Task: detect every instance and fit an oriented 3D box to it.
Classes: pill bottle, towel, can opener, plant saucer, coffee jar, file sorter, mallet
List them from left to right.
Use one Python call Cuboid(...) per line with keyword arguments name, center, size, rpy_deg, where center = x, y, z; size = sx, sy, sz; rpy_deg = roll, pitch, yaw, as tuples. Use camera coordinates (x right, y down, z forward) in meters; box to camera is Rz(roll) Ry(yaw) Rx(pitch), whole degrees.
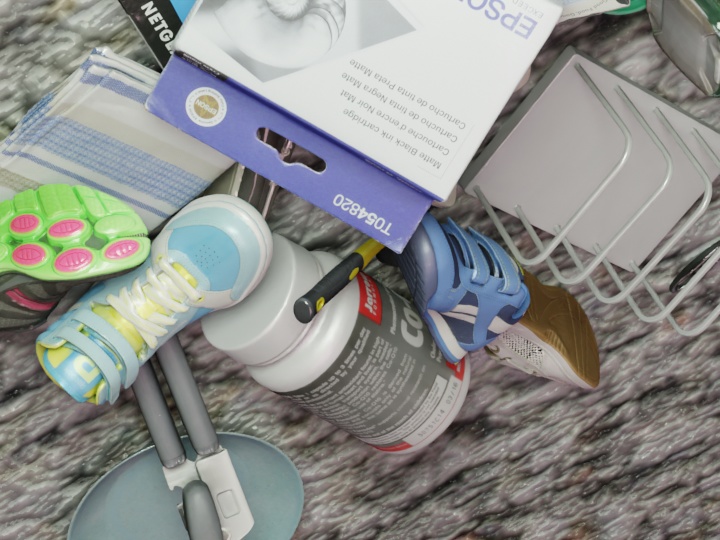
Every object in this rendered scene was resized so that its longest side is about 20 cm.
Cuboid(name="towel", center=(-0.182, -0.070, 1.339), size=(0.147, 0.024, 0.200), rpy_deg=(23, 134, -38))
Cuboid(name="plant saucer", center=(-0.147, 0.196, 1.602), size=(0.201, 0.039, 0.201), rpy_deg=(-13, 132, -15))
Cuboid(name="can opener", center=(-0.132, 0.132, 1.496), size=(0.053, 0.066, 0.200), rpy_deg=(-21, 105, -7))
Cuboid(name="pill bottle", center=(-0.018, 0.055, 1.489), size=(0.114, 0.114, 0.200), rpy_deg=(-45, 132, 15))
Cuboid(name="mallet", center=(0.000, 0.000, 1.418), size=(0.041, 0.200, 0.066), rpy_deg=(12, 124, 21))
Cuboid(name="file sorter", center=(0.208, -0.050, 1.497), size=(0.200, 0.125, 0.139), rpy_deg=(23, 116, -37))
Cuboid(name="coffee jar", center=(0.316, -0.207, 1.418), size=(0.200, 0.104, 0.085), rpy_deg=(-24, 141, -14))

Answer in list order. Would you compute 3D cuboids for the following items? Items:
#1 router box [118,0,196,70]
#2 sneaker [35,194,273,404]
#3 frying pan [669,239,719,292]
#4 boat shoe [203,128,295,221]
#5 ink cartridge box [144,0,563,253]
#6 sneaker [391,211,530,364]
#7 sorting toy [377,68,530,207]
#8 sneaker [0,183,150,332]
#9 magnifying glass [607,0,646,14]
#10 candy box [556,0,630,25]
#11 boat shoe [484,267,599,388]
Cuboid(name="router box", center=(-0.107, -0.235, 1.247), size=(0.149, 0.051, 0.200), rpy_deg=(-32, 134, 0))
Cuboid(name="sneaker", center=(-0.149, 0.031, 1.355), size=(0.080, 0.131, 0.200), rpy_deg=(47, 133, -7))
Cuboid(name="frying pan", center=(0.335, -0.055, 1.619), size=(0.190, 0.031, 0.115), rpy_deg=(-28, 132, -4))
Cuboid(name="boat shoe", center=(-0.074, -0.063, 1.398), size=(0.057, 0.067, 0.200), rpy_deg=(5, 122, -22))
Cuboid(name="ink cartridge box", center=(-0.009, -0.131, 1.211), size=(0.199, 0.041, 0.200), rpy_deg=(28, 109, -7))
Cuboid(name="sneaker", center=(0.072, 0.000, 1.414), size=(0.082, 0.074, 0.200), rpy_deg=(-24, 157, 4))
Cuboid(name="sorting toy", center=(0.057, -0.132, 1.368), size=(0.200, 0.107, 0.180), rpy_deg=(-59, 146, -11))
Cuboid(name="sneaker", center=(-0.230, -0.004, 1.348), size=(0.200, 0.077, 0.084), rpy_deg=(-12, 154, 21))
Cuboid(name="magnifying glass", center=(0.146, -0.233, 1.387), size=(0.200, 0.022, 0.080), rpy_deg=(13, 122, -31))
Cuboid(name="candy box", center=(0.103, -0.279, 1.222), size=(0.071, 0.168, 0.200), rpy_deg=(-12, 141, 29))
Cuboid(name="boat shoe", center=(0.132, 0.048, 1.592), size=(0.069, 0.071, 0.200), rpy_deg=(-18, 147, 27))
